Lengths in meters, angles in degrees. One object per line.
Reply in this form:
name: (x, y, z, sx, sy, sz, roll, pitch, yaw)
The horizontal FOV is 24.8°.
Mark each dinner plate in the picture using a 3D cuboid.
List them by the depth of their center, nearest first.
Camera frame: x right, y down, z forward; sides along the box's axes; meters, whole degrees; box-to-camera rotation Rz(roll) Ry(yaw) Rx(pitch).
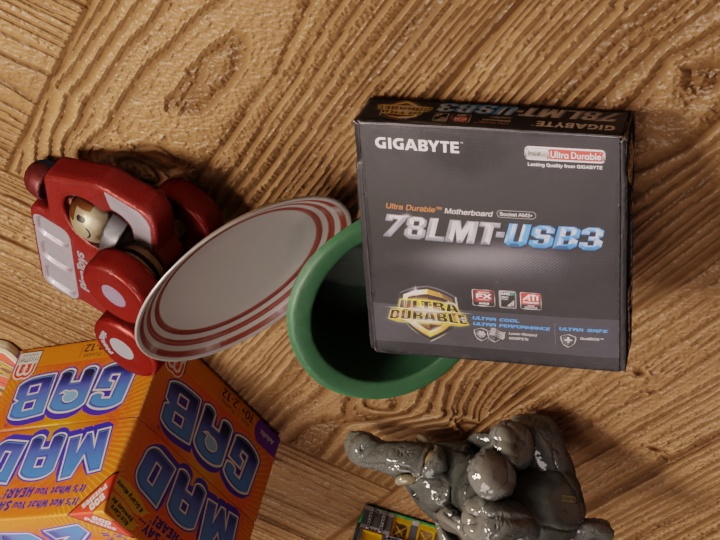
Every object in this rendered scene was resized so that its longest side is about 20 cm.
dinner plate: (-0.096, 0.002, 1.313, 0.024, 0.200, 0.200, 53, 155, 23)

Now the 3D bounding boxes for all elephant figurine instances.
elephant figurine: (0.105, 0.203, 1.538, 0.141, 0.155, 0.200, -15, 178, -35)

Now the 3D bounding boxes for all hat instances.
hat: (0.000, 0.000, 1.376, 0.200, 0.176, 0.166, -45, 118, 11)

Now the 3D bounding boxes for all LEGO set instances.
LEGO set: (0.035, 0.350, 1.776, 0.154, 0.116, 0.200, 22, 146, -9)

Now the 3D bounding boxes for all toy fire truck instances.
toy fire truck: (-0.210, -0.018, 1.370, 0.168, 0.112, 0.200, 28, 149, 17)

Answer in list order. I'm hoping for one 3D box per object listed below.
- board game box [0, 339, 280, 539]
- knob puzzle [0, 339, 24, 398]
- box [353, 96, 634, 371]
board game box: (-0.235, 0.204, 1.605, 0.200, 0.200, 0.200, -9, 139, 33)
knob puzzle: (-0.407, 0.120, 1.709, 0.219, 0.031, 0.220, 11, 146, 7)
box: (0.100, -0.025, 1.206, 0.200, 0.050, 0.199, 5, 123, 15)
